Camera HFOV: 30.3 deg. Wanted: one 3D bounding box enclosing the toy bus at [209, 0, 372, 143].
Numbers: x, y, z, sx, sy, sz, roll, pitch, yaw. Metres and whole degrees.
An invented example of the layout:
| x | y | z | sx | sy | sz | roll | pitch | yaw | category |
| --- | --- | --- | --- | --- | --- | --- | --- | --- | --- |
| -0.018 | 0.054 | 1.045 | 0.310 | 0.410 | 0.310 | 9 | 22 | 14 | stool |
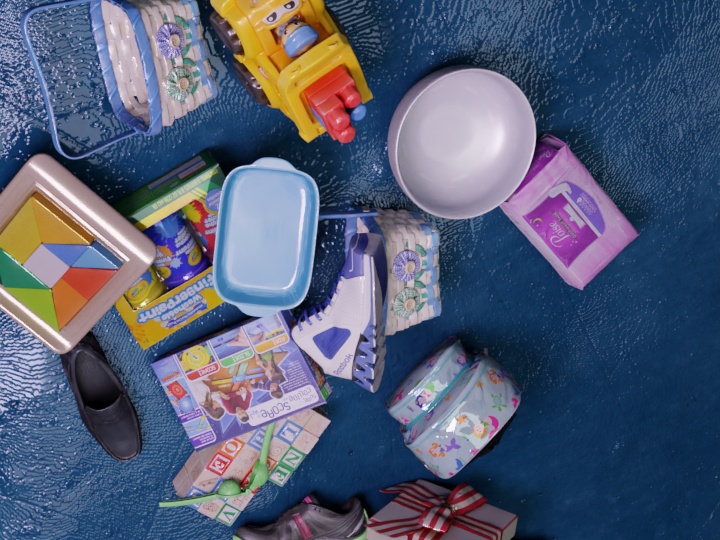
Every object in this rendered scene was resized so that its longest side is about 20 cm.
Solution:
| x | y | z | sx | sy | sz | roll | pitch | yaw | category |
| --- | --- | --- | --- | --- | --- | --- | --- | --- | --- |
| -0.065 | -0.243 | 1.542 | 0.136 | 0.192 | 0.200 | -34 | 146 | -5 | toy bus |

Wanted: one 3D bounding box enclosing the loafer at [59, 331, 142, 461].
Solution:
| x | y | z | sx | sy | sz | roll | pitch | yaw | category |
| --- | --- | --- | --- | --- | --- | --- | --- | --- | --- |
| -0.331 | 0.168 | 1.702 | 0.068 | 0.070 | 0.201 | -24 | 117 | -9 | loafer |

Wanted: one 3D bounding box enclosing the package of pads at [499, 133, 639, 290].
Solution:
| x | y | z | sx | sy | sz | roll | pitch | yaw | category |
| --- | --- | --- | --- | --- | --- | --- | --- | --- | --- |
| 0.280 | -0.078 | 1.828 | 0.121 | 0.076 | 0.200 | -45 | 119 | 0 | package of pads |

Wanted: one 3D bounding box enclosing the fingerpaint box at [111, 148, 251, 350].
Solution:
| x | y | z | sx | sy | sz | roll | pitch | yaw | category |
| --- | --- | --- | --- | --- | --- | --- | --- | --- | --- |
| -0.231 | -0.025 | 1.661 | 0.200 | 0.073 | 0.167 | -30 | 117 | -6 | fingerpaint box |

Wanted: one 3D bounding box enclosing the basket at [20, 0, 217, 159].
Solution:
| x | y | z | sx | sy | sz | roll | pitch | yaw | category |
| --- | --- | --- | --- | --- | --- | --- | --- | --- | --- |
| -0.276 | -0.238 | 1.522 | 0.200 | 0.139 | 0.176 | -23 | 118 | -22 | basket |

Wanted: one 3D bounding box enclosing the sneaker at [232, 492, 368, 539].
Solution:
| x | y | z | sx | sy | sz | roll | pitch | yaw | category |
| --- | --- | --- | --- | --- | --- | --- | --- | --- | --- |
| -0.086 | 0.356 | 1.877 | 0.200 | 0.077 | 0.084 | -5 | 95 | -22 | sneaker |

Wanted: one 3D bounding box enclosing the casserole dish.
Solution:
| x | y | z | sx | sy | sz | roll | pitch | yaw | category |
| --- | --- | --- | --- | --- | --- | --- | --- | --- | --- |
| -0.115 | -0.043 | 1.623 | 0.121 | 0.039 | 0.200 | 6 | 105 | -5 | casserole dish |

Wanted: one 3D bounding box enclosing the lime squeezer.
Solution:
| x | y | z | sx | sy | sz | roll | pitch | yaw | category |
| --- | --- | --- | --- | --- | --- | --- | --- | --- | --- |
| -0.167 | 0.272 | 1.756 | 0.200 | 0.038 | 0.071 | -39 | 118 | -1 | lime squeezer |

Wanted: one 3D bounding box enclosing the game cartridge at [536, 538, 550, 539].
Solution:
| x | y | z | sx | sy | sz | roll | pitch | yaw | category |
| --- | --- | --- | --- | --- | --- | --- | --- | --- | --- |
| 0.204 | 0.483 | 2.015 | 0.200 | 0.042 | 0.133 | -2 | 79 | -20 | game cartridge |

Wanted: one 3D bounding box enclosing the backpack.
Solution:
| x | y | z | sx | sy | sz | roll | pitch | yaw | category |
| --- | --- | --- | --- | --- | --- | --- | --- | --- | --- |
| 0.128 | 0.187 | 1.810 | 0.151 | 0.200 | 0.178 | 43 | 93 | -9 | backpack |

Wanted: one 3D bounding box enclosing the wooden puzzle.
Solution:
| x | y | z | sx | sy | sz | roll | pitch | yaw | category |
| --- | --- | --- | --- | --- | --- | --- | --- | --- | --- |
| -0.368 | -0.014 | 1.576 | 0.185 | 0.037 | 0.200 | 41 | 115 | -11 | wooden puzzle |

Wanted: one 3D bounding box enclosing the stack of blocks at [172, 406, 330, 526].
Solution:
| x | y | z | sx | sy | sz | roll | pitch | yaw | category |
| --- | --- | --- | --- | --- | --- | --- | --- | --- | --- |
| -0.148 | 0.246 | 1.807 | 0.115 | 0.059 | 0.200 | 34 | 96 | -28 | stack of blocks |

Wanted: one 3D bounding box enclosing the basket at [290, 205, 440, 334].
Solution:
| x | y | z | sx | sy | sz | roll | pitch | yaw | category |
| --- | --- | --- | --- | --- | --- | --- | --- | --- | --- |
| 0.000 | 0.000 | 1.711 | 0.200 | 0.139 | 0.176 | -8 | 113 | -11 | basket |

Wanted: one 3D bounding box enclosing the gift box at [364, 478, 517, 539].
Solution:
| x | y | z | sx | sy | sz | roll | pitch | yaw | category |
| --- | --- | --- | --- | --- | --- | --- | --- | --- | --- |
| 0.093 | 0.403 | 1.871 | 0.200 | 0.185 | 0.187 | 16 | 109 | 19 | gift box |

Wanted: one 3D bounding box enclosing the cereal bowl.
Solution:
| x | y | z | sx | sy | sz | roll | pitch | yaw | category |
| --- | --- | --- | --- | --- | --- | --- | --- | --- | --- |
| 0.123 | -0.172 | 1.728 | 0.200 | 0.083 | 0.200 | -7 | 112 | -18 | cereal bowl |

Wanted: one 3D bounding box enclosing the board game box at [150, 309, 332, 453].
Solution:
| x | y | z | sx | sy | sz | roll | pitch | yaw | category |
| --- | --- | --- | --- | --- | --- | --- | --- | --- | --- |
| -0.153 | 0.140 | 1.707 | 0.200 | 0.034 | 0.135 | -22 | 100 | 20 | board game box |

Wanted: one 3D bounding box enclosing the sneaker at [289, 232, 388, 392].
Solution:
| x | y | z | sx | sy | sz | roll | pitch | yaw | category |
| --- | --- | --- | --- | --- | --- | --- | --- | --- | --- |
| -0.030 | 0.054 | 1.625 | 0.115 | 0.081 | 0.199 | 7 | 115 | 11 | sneaker |
